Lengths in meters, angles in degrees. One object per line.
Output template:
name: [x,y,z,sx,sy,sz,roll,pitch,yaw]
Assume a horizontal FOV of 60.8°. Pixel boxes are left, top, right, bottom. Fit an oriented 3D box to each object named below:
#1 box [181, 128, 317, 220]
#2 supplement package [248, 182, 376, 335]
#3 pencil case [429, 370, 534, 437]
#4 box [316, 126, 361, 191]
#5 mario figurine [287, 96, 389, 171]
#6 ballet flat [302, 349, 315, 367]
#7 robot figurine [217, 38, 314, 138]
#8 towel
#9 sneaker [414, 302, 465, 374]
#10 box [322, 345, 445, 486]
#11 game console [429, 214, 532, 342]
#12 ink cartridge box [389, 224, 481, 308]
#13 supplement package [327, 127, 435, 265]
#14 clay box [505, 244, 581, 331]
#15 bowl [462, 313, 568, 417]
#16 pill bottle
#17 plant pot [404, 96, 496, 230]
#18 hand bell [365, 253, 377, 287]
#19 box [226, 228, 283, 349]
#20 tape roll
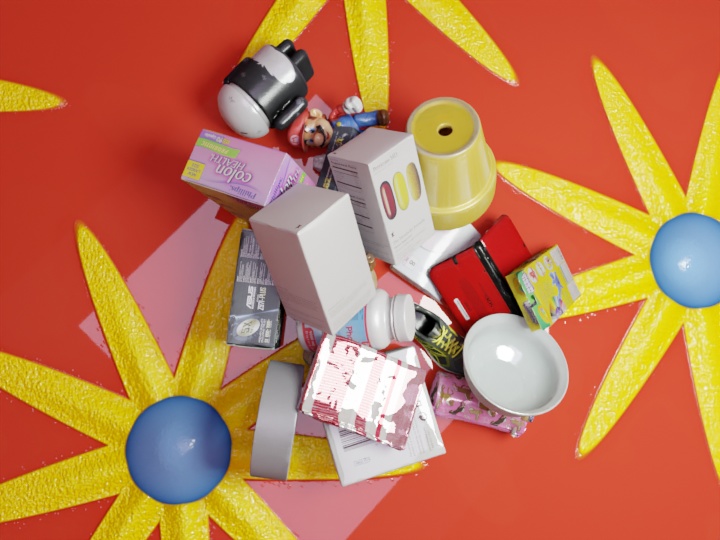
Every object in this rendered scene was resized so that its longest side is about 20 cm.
box: [-0.181,-0.147,1.093,0.175,0.200,0.097,20,83,22]
supplement package: [-0.072,-0.020,0.996,0.120,0.121,0.201,-41,132,-31]
pencil case: [0.226,0.254,1.172,0.198,0.087,0.084,15,106,-2]
box: [-0.016,-0.144,1.147,0.051,0.157,0.202,13,83,34]
mario figurine: [-0.042,-0.262,1.190,0.198,0.106,0.125,-5,87,-7]
ballet flat: [-0.012,0.144,1.162,0.198,0.067,0.069,-23,104,-1]
robot figurine: [-0.181,-0.346,1.179,0.200,0.150,0.125,-47,119,-8]
towel: [0.007,0.201,1.029,0.199,0.023,0.145,24,69,-13]
sneaker: [0.149,0.135,1.175,0.199,0.085,0.075,36,85,1]
box: [0.027,0.260,1.130,0.198,0.131,0.201,-16,86,-7]
game console: [0.258,0.025,1.208,0.171,0.119,0.201,-28,103,24]
ink cartridge box: [0.183,-0.018,1.213,0.199,0.057,0.163,34,83,4]
supplement package: [0.039,-0.131,1.076,0.114,0.109,0.201,-38,129,-27]
clay box: [0.343,0.034,1.159,0.199,0.047,0.116,-25,90,-48]
bowl: [0.269,0.187,1.124,0.199,0.091,0.203,6,53,-8]
pill bottle: [-0.007,0.088,1.094,0.198,0.109,0.110,-4,84,18]
plant pot: [0.153,-0.204,1.127,0.199,0.189,0.203,-3,65,6]
hand bell: [0.000,0.000,1.112,0.103,0.200,0.105,2,76,-10]
box: [-0.180,0.039,1.119,0.085,0.164,0.202,7,85,-4]
tape roll: [-0.144,0.262,1.081,0.065,0.200,0.202,9,84,-4]
